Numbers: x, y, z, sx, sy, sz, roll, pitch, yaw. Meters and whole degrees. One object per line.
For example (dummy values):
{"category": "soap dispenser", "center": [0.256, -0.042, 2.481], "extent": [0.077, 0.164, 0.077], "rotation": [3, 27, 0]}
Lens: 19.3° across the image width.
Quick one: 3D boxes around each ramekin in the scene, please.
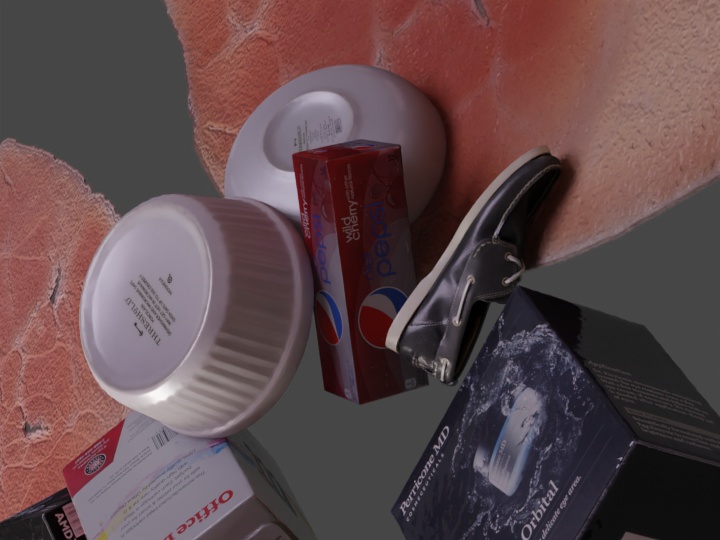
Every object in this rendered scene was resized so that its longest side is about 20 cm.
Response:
{"category": "ramekin", "center": [-0.139, 0.030, 1.696], "extent": [0.202, 0.094, 0.203], "rotation": [-14, 68, 39]}

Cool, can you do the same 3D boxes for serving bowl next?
{"category": "serving bowl", "center": [-0.031, -0.099, 1.777], "extent": [0.200, 0.066, 0.200], "rotation": [-14, 52, 18]}

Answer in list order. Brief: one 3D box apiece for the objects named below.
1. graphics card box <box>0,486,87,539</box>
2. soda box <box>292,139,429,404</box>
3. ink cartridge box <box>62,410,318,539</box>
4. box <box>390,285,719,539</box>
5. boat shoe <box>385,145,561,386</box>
{"category": "graphics card box", "center": [-0.224, 0.206, 1.925], "extent": [0.125, 0.200, 0.051], "rotation": [-19, 97, 56]}
{"category": "soda box", "center": [0.000, 0.000, 1.682], "extent": [0.063, 0.070, 0.200], "rotation": [15, 115, 61]}
{"category": "ink cartridge box", "center": [-0.133, 0.215, 1.758], "extent": [0.145, 0.145, 0.200], "rotation": [-38, 34, 2]}
{"category": "box", "center": [0.138, 0.150, 1.399], "extent": [0.197, 0.117, 0.200], "rotation": [-62, 29, 18]}
{"category": "boat shoe", "center": [0.100, -0.004, 1.620], "extent": [0.068, 0.072, 0.200], "rotation": [38, 105, 21]}
